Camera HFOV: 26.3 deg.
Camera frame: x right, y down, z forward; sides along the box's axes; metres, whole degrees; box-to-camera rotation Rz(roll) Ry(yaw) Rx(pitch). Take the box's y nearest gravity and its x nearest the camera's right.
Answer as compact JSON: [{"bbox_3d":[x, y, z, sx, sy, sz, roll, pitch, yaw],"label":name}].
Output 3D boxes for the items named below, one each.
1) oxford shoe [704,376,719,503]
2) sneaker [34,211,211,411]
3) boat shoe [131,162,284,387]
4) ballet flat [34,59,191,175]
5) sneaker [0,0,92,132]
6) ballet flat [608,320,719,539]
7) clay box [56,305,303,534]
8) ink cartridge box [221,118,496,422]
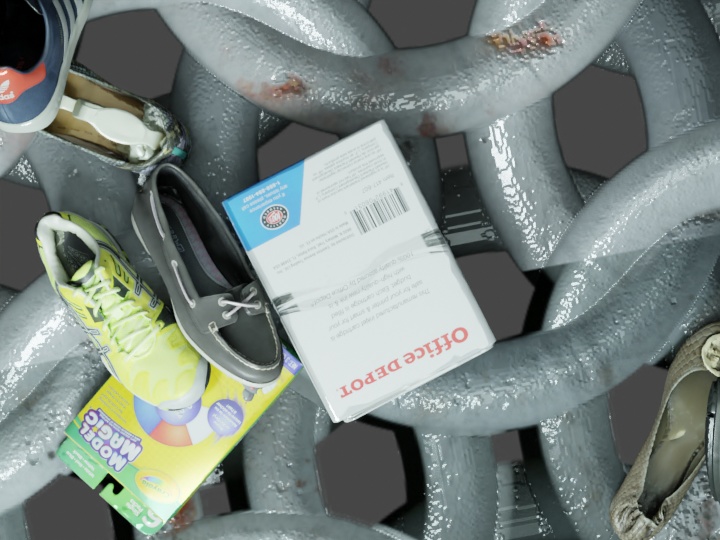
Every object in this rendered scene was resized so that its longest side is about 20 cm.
[{"bbox_3d":[0.319,0.165,1.221,0.084,0.073,0.201,-9,120,20],"label":"oxford shoe"},{"bbox_3d":[-0.196,0.033,1.214,0.075,0.076,0.200,-45,68,2],"label":"sneaker"},{"bbox_3d":[-0.120,0.001,1.205,0.067,0.057,0.200,-19,62,-33],"label":"boat shoe"},{"bbox_3d":[-0.232,-0.134,1.242,0.200,0.072,0.072,22,93,0],"label":"ballet flat"},{"bbox_3d":[-0.257,-0.209,1.195,0.075,0.085,0.201,-4,61,8],"label":"sneaker"},{"bbox_3d":[0.262,0.134,1.259,0.067,0.046,0.200,29,93,-1],"label":"ballet flat"},{"bbox_3d":[-0.151,0.114,1.263,0.115,0.048,0.200,41,91,1],"label":"clay box"},{"bbox_3d":[0.000,0.000,1.237,0.146,0.084,0.201,-26,93,2],"label":"ink cartridge box"}]
